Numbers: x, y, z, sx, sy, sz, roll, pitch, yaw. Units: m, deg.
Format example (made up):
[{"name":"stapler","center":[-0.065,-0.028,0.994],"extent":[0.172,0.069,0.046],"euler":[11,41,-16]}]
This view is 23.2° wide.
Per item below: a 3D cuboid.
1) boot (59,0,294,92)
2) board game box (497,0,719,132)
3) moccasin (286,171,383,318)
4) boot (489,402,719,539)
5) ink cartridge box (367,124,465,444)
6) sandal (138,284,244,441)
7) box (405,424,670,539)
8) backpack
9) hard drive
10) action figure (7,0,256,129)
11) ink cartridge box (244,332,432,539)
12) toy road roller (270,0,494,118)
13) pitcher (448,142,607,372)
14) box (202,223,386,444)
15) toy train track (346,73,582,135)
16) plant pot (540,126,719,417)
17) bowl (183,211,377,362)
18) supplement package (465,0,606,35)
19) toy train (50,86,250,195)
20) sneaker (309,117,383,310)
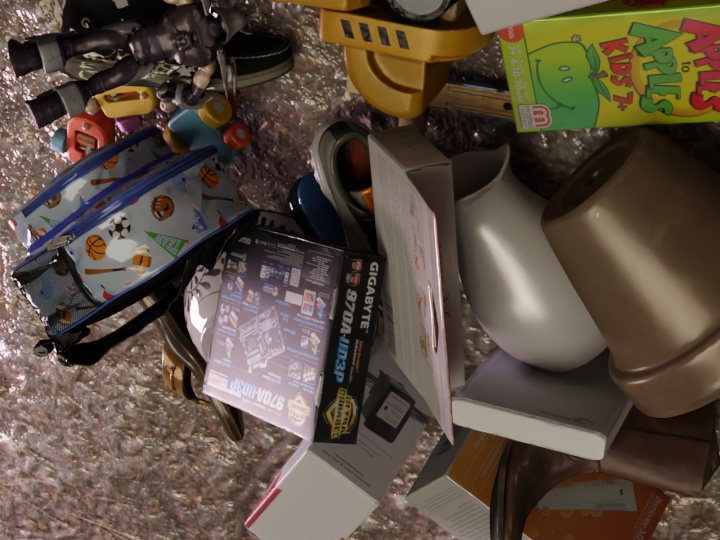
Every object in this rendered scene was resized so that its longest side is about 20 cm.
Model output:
[{"name":"boot","center":[-0.157,-0.233,1.465],"extent":[0.203,0.074,0.154],"euler":[3,115,4]},{"name":"board game box","center":[0.212,-0.166,1.346],"extent":[0.199,0.048,0.102],"euler":[-2,126,19]},{"name":"moccasin","center":[0.000,0.000,1.577],"extent":[0.200,0.081,0.068],"euler":[49,145,-12]},{"name":"boot","center":[0.218,0.183,1.534],"extent":[0.199,0.187,0.064],"euler":[11,155,1]},{"name":"ink cartridge box","center":[0.057,0.008,1.381],"extent":[0.045,0.176,0.201],"euler":[-12,117,-13]},{"name":"sandal","center":[-0.177,0.085,1.724],"extent":[0.054,0.082,0.200],"euler":[-30,109,11]},{"name":"box","center":[0.164,0.212,1.626],"extent":[0.200,0.125,0.097],"euler":[37,151,-7]},{"name":"backpack","center":[-0.191,-0.038,1.510],"extent":[0.190,0.200,0.154],"euler":[-21,105,38]},{"name":"hard drive","center":[0.165,0.101,1.502],"extent":[0.131,0.200,0.027],"euler":[13,109,16]},{"name":"action figure","center":[-0.181,-0.182,1.418],"extent":[0.199,0.069,0.131],"euler":[-17,102,-3]},{"name":"ink cartridge box","center":[-0.006,0.163,1.633],"extent":[0.083,0.200,0.145],"euler":[37,133,-1]},{"name":"toy road roller","center":[0.007,-0.205,1.360],"extent":[0.199,0.123,0.147],"euler":[13,121,16]},{"name":"pitcher","center":[0.122,-0.016,1.491],"extent":[0.200,0.121,0.171],"euler":[51,168,-24]},{"name":"box","center":[-0.060,0.049,1.496],"extent":[0.200,0.046,0.160],"euler":[14,96,57]},{"name":"toy train track","center":[0.089,-0.148,1.450],"extent":[0.199,0.033,0.115],"euler":[11,124,10]},{"name":"plant pot","center":[0.238,-0.014,1.374],"extent":[0.175,0.200,0.200],"euler":[45,132,-10]},{"name":"bowl","center":[-0.092,0.052,1.654],"extent":[0.200,0.094,0.201],"euler":[13,131,15]},{"name":"supplement package","center":[0.163,-0.269,1.249],"extent":[0.199,0.120,0.121],"euler":[-10,123,32]},{"name":"toy train","center":[-0.182,-0.127,1.583],"extent":[0.199,0.056,0.151],"euler":[18,137,13]},{"name":"sneaker","center":[0.017,-0.037,1.495],"extent":[0.074,0.079,0.201],"euler":[-29,95,-4]}]
